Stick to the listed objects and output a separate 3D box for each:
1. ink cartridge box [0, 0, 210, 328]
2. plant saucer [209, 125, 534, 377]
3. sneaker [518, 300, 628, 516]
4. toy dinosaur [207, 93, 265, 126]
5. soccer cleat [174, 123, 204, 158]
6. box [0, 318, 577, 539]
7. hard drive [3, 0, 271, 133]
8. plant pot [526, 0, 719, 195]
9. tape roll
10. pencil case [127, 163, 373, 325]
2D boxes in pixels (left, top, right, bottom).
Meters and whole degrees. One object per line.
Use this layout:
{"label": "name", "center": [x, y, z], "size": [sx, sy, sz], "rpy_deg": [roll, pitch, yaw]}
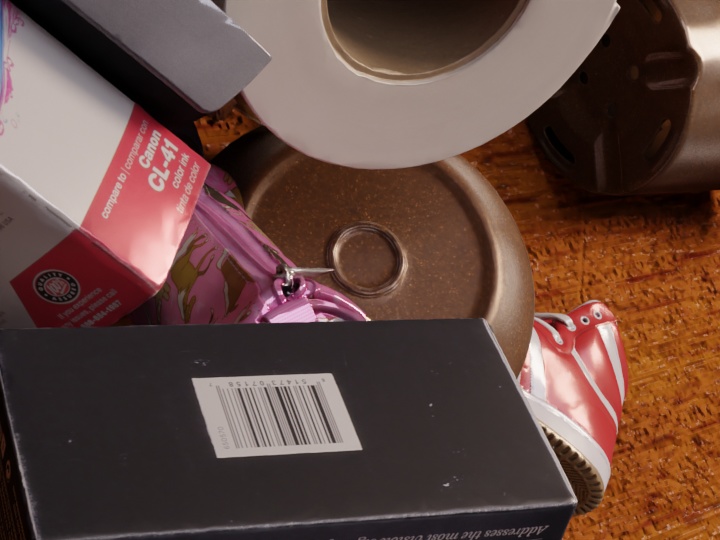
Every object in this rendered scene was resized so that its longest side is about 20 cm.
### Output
{"label": "ink cartridge box", "center": [-0.187, -0.048, 0.769], "size": [0.200, 0.147, 0.086], "rpy_deg": [41, 45, -21]}
{"label": "plant saucer", "center": [0.000, 0.000, 0.941], "size": [0.198, 0.037, 0.202], "rpy_deg": [5, 67, -12]}
{"label": "sneaker", "center": [0.077, 0.036, 1.039], "size": [0.200, 0.071, 0.113], "rpy_deg": [46, 42, -16]}
{"label": "toy dinosaur", "center": [-0.074, -0.109, 0.963], "size": [0.101, 0.058, 0.200], "rpy_deg": [39, 20, 5]}
{"label": "soccer cleat", "center": [-0.168, -0.083, 0.885], "size": [0.199, 0.065, 0.084], "rpy_deg": [20, 26, -31]}
{"label": "box", "center": [-0.046, 0.121, 0.692], "size": [0.198, 0.183, 0.105], "rpy_deg": [-1, 41, -22]}
{"label": "hard drive", "center": [-0.147, -0.124, 0.777], "size": [0.199, 0.135, 0.043], "rpy_deg": [38, 65, -21]}
{"label": "plant pot", "center": [0.224, -0.134, 1.196], "size": [0.197, 0.200, 0.202], "rpy_deg": [-12, 76, -39]}
{"label": "tape roll", "center": [0.009, -0.169, 0.858], "size": [0.201, 0.203, 0.140], "rpy_deg": [18, 28, -37]}
{"label": "pencil case", "center": [-0.057, 0.015, 0.809], "size": [0.083, 0.087, 0.200], "rpy_deg": [34, 3, -31]}
